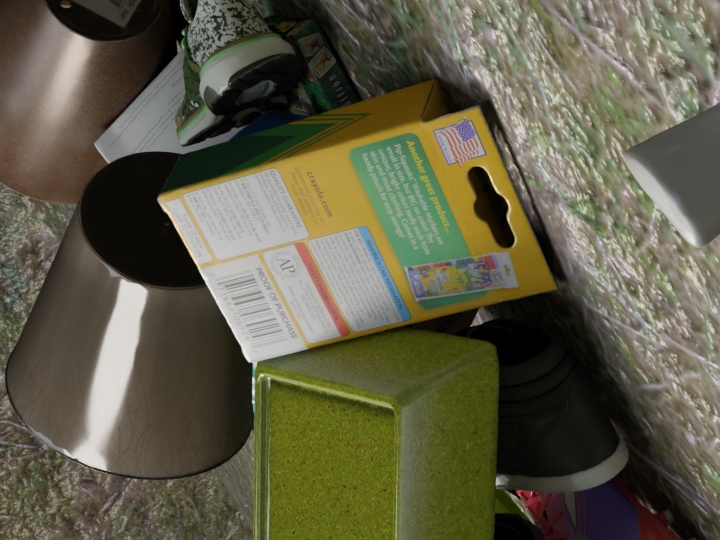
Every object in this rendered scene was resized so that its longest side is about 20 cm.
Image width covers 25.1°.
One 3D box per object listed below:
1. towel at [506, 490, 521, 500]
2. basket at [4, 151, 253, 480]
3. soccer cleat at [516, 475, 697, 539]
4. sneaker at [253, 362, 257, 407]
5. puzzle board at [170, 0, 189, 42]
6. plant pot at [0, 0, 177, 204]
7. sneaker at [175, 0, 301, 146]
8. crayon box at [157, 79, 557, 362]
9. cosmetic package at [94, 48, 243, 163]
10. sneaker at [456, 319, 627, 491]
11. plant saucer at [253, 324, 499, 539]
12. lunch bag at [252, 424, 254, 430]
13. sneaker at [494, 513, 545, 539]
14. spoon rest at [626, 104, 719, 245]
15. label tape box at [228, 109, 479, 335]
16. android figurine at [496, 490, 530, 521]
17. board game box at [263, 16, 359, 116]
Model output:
[{"bbox_3d":[0.058,0.083,1.239,0.200,0.023,0.144,32,150,57],"label":"towel"},{"bbox_3d":[-0.143,0.027,1.077,0.180,0.136,0.200,16,139,-3],"label":"basket"},{"bbox_3d":[0.131,0.146,1.003,0.200,0.076,0.067,45,163,40],"label":"soccer cleat"},{"bbox_3d":[-0.032,0.107,1.259,0.200,0.080,0.078,36,-149,-6],"label":"sneaker"},{"bbox_3d":[-0.159,-0.254,1.227,0.151,0.017,0.200,35,155,60],"label":"puzzle board"},{"bbox_3d":[-0.218,-0.176,1.268,0.187,0.187,0.200,55,153,6],"label":"plant pot"},{"bbox_3d":[-0.091,-0.143,1.073,0.089,0.077,0.200,70,162,3],"label":"sneaker"},{"bbox_3d":[0.002,-0.028,0.926,0.126,0.199,0.052,64,-154,-28],"label":"crayon box"},{"bbox_3d":[-0.096,-0.058,1.216,0.200,0.113,0.081,52,-167,23],"label":"cosmetic package"},{"bbox_3d":[0.057,0.081,0.976,0.199,0.071,0.099,-9,111,35],"label":"sneaker"},{"bbox_3d":[-0.005,0.131,0.954,0.200,0.048,0.201,8,100,51],"label":"plant saucer"},{"bbox_3d":[-0.072,0.033,1.335,0.136,0.132,0.200,-104,-12,-76],"label":"lunch bag"},{"bbox_3d":[0.082,0.183,0.993,0.099,0.071,0.200,66,170,-18],"label":"sneaker"},{"bbox_3d":[0.145,-0.077,0.467,0.099,0.061,0.200,53,153,11],"label":"spoon rest"},{"bbox_3d":[0.000,0.000,1.057,0.143,0.066,0.200,13,137,46],"label":"label tape box"},{"bbox_3d":[0.086,0.170,1.172,0.200,0.041,0.182,48,176,-1],"label":"android figurine"},{"bbox_3d":[-0.008,-0.079,1.092,0.200,0.023,0.105,61,164,-19],"label":"board game box"}]
